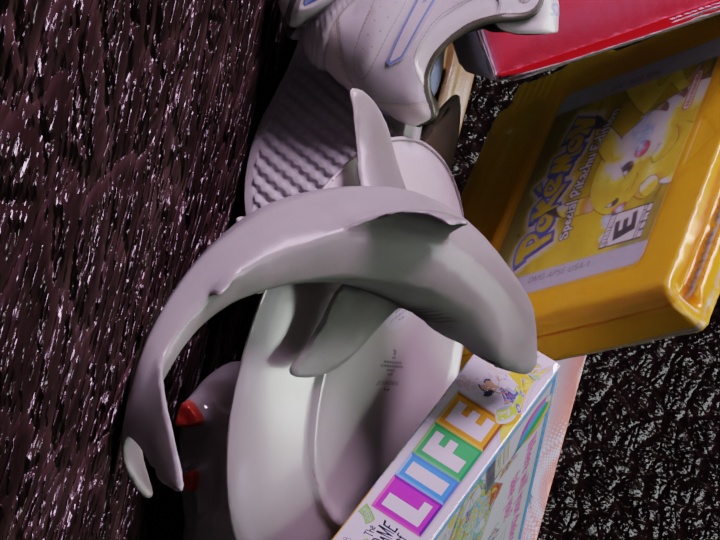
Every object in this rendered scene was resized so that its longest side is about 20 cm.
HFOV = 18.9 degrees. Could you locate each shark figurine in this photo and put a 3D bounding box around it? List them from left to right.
[{"bbox_3d":[-0.007,0.001,0.795,0.214,0.089,0.128,-17,97,-40],"label":"shark figurine"}]

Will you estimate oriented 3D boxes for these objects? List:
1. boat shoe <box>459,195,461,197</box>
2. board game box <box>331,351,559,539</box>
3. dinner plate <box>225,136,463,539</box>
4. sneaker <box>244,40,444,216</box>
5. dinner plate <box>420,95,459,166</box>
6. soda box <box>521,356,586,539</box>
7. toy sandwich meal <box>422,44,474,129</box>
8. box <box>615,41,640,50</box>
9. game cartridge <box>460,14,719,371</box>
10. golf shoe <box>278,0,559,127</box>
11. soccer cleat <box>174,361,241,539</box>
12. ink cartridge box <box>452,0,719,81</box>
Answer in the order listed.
[{"bbox_3d":[0.024,0.048,1.203,0.074,0.069,0.200,22,76,-55],"label":"boat shoe"},{"bbox_3d":[0.030,0.129,0.965,0.134,0.034,0.200,-51,162,-26],"label":"board game box"},{"bbox_3d":[0.005,0.043,0.912,0.200,0.024,0.200,-40,137,-51],"label":"dinner plate"},{"bbox_3d":[0.006,-0.071,0.973,0.082,0.074,0.200,55,44,-55],"label":"sneaker"},{"bbox_3d":[0.000,0.000,1.091,0.200,0.024,0.200,-56,176,-6],"label":"dinner plate"},{"bbox_3d":[0.080,0.068,1.241,0.064,0.068,0.200,-4,-112,65],"label":"soda box"},{"bbox_3d":[0.028,-0.110,1.408,0.205,0.070,0.205,-165,-90,-87],"label":"toy sandwich meal"},{"bbox_3d":[0.126,-0.211,1.448,0.158,0.200,0.048,91,16,-67],"label":"box"},{"bbox_3d":[0.109,-0.036,1.014,0.200,0.032,0.176,-15,-136,51],"label":"game cartridge"},{"bbox_3d":[0.062,-0.146,0.906,0.200,0.097,0.078,-44,176,6],"label":"golf shoe"},{"bbox_3d":[-0.055,0.137,0.939,0.078,0.069,0.200,-7,108,-66],"label":"soccer cleat"},{"bbox_3d":[0.137,-0.157,0.994,0.176,0.200,0.084,-119,-171,-81],"label":"ink cartridge box"}]
